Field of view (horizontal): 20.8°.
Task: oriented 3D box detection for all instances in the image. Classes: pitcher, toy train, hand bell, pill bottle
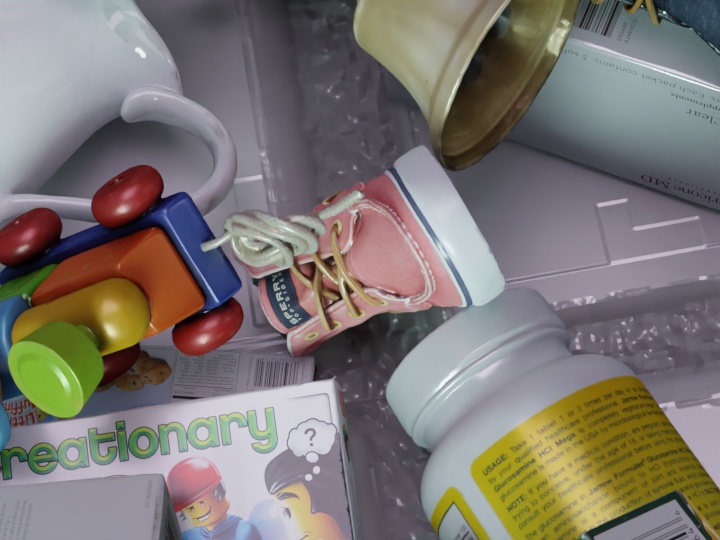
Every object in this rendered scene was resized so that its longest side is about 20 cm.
[{"bbox_3d":[-0.174,-0.064,0.937,0.199,0.121,0.172,-27,62,-19],"label":"pitcher"},{"bbox_3d":[-0.100,0.016,0.820,0.085,0.199,0.116,59,42,-15],"label":"toy train"},{"bbox_3d":[-0.013,-0.138,0.860,0.200,0.104,0.104,33,72,19],"label":"hand bell"},{"bbox_3d":[0.098,0.110,0.841,0.112,0.113,0.200,-30,68,-10],"label":"pill bottle"}]

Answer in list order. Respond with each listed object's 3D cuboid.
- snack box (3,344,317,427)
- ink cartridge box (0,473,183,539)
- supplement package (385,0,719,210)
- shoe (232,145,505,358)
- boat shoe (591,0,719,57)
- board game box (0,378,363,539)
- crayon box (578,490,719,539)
[{"bbox_3d":[-0.122,0.070,0.922,0.199,0.024,0.072,4,67,5],"label":"snack box"},{"bbox_3d":[-0.177,0.145,0.806,0.199,0.051,0.109,-6,39,6],"label":"ink cartridge box"},{"bbox_3d":[0.128,-0.142,0.955,0.199,0.111,0.156,20,68,13],"label":"supplement package"},{"bbox_3d":[0.000,0.000,0.862,0.091,0.200,0.072,-30,94,-5],"label":"shoe"},{"bbox_3d":[0.125,-0.135,0.857,0.090,0.071,0.201,-23,58,-7],"label":"boat shoe"},{"bbox_3d":[-0.098,0.126,0.873,0.199,0.035,0.127,-9,77,3],"label":"board game box"},{"bbox_3d":[0.121,0.212,0.708,0.058,0.173,0.200,-16,58,-38],"label":"crayon box"}]
